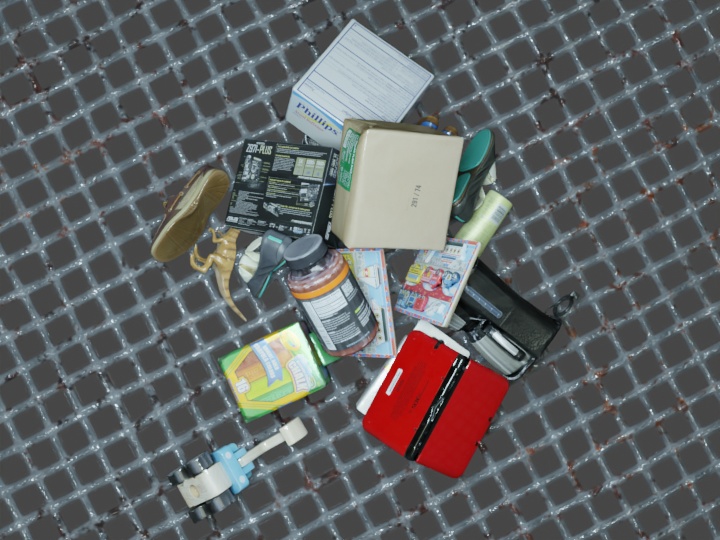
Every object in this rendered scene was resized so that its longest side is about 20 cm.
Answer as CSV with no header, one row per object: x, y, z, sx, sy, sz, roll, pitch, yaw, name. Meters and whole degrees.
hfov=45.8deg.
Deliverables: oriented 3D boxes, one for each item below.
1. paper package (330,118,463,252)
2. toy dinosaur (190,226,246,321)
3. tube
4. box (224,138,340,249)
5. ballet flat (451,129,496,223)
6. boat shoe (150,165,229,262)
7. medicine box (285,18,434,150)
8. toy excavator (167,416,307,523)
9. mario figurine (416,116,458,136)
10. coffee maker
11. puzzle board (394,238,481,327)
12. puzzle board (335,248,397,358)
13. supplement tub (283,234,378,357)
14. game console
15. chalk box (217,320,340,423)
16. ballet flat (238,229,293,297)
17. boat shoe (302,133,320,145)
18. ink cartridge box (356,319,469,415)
0.057,-0.140,1.415,0.190,0.103,0.201,1,109,-26,paper package
-0.253,-0.011,1.547,0.106,0.060,0.201,5,87,-2,toy dinosaur
0.202,-0.054,1.569,0.058,0.052,0.200,35,91,41,tube
-0.124,-0.136,1.500,0.199,0.086,0.165,10,86,33,box
0.206,-0.166,1.555,0.068,0.068,0.200,45,59,-28,ballet flat
-0.322,-0.108,1.555,0.072,0.072,0.200,31,85,38,boat shoe
-0.002,-0.310,1.521,0.182,0.103,0.200,35,67,1,medicine box
-0.212,0.337,1.512,0.194,0.200,0.100,-33,88,41,toy excavator
0.099,-0.179,1.570,0.123,0.106,0.201,20,74,34,mario figurine
0.245,0.062,1.517,0.200,0.135,0.192,40,69,-8,coffee maker
0.128,0.013,1.483,0.017,0.200,0.151,25,86,-22,puzzle board
-0.017,0.059,1.506,0.150,0.017,0.201,0,107,27,puzzle board
-0.053,0.039,1.416,0.107,0.107,0.200,-28,117,-3,supplement tub
0.131,0.233,1.492,0.172,0.119,0.201,28,89,32,game console
-0.128,0.165,1.501,0.199,0.124,0.125,-26,87,1,chalk box
-0.173,-0.016,1.487,0.073,0.200,0.073,9,64,-19,ballet flat
-0.032,-0.179,1.557,0.072,0.068,0.200,-39,89,-3,boat shoe
0.095,0.197,1.538,0.116,0.067,0.200,36,88,1,ink cartridge box
